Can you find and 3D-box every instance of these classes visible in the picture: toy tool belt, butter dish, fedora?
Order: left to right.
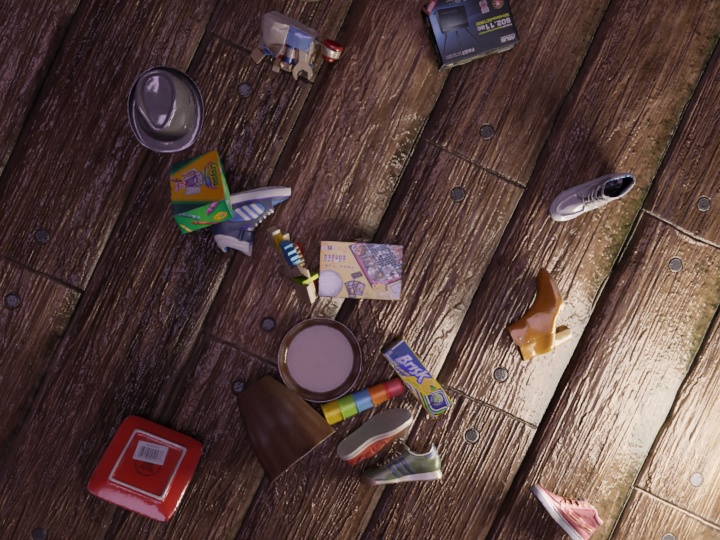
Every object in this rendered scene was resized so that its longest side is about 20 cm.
[{"bbox_3d":[-0.490,0.469,1.481,0.199,0.148,0.200,22,50,-2],"label":"butter dish"},{"bbox_3d":[-0.455,-0.377,1.476,0.176,0.090,0.201,3,92,-3],"label":"fedora"},{"bbox_3d":[-0.151,-0.504,1.490,0.199,0.125,0.123,26,121,0],"label":"toy tool belt"}]

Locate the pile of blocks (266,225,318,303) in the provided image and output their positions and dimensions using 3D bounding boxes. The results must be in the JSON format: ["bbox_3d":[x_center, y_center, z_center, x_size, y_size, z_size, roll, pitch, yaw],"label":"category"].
[{"bbox_3d":[-0.144,-0.023,1.511,0.062,0.082,0.200,-31,97,-31],"label":"pile of blocks"}]

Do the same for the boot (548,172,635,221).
[{"bbox_3d":[0.552,-0.181,1.534,0.200,0.096,0.074,-29,93,-2],"label":"boot"}]

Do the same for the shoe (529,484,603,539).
[{"bbox_3d":[0.504,0.574,1.571,0.091,0.071,0.200,-42,99,-3],"label":"shoe"}]

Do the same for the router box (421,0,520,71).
[{"bbox_3d":[0.259,-0.578,1.523,0.199,0.062,0.150,-18,94,-2],"label":"router box"}]

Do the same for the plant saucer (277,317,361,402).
[{"bbox_3d":[-0.097,0.213,1.540,0.199,0.032,0.201,0,88,-2],"label":"plant saucer"}]

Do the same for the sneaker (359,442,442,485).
[{"bbox_3d":[0.095,0.460,1.549,0.199,0.067,0.090,-4,84,-3],"label":"sneaker"}]

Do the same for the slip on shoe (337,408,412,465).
[{"bbox_3d":[0.038,0.399,1.546,0.200,0.074,0.061,-32,128,-8],"label":"slip on shoe"}]

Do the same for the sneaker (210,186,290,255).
[{"bbox_3d":[-0.250,-0.112,1.510,0.199,0.081,0.147,-12,104,-9],"label":"sneaker"}]

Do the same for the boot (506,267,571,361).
[{"bbox_3d":[0.416,0.109,1.548,0.144,0.071,0.202,-20,98,-5],"label":"boot"}]

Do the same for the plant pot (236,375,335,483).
[{"bbox_3d":[-0.190,0.349,1.484,0.187,0.187,0.200,-39,79,-1],"label":"plant pot"}]

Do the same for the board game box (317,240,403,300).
[{"bbox_3d":[0.000,0.000,1.541,0.199,0.035,0.136,4,92,-3],"label":"board game box"}]

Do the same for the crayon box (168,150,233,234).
[{"bbox_3d":[-0.359,-0.179,1.443,0.118,0.200,0.058,-19,135,-3],"label":"crayon box"}]

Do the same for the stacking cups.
[{"bbox_3d":[0.005,0.306,1.540,0.199,0.061,0.061,-24,93,-4],"label":"stacking cups"}]

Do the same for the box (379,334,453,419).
[{"bbox_3d":[0.132,0.253,1.538,0.064,0.070,0.200,-38,94,-4],"label":"box"}]
